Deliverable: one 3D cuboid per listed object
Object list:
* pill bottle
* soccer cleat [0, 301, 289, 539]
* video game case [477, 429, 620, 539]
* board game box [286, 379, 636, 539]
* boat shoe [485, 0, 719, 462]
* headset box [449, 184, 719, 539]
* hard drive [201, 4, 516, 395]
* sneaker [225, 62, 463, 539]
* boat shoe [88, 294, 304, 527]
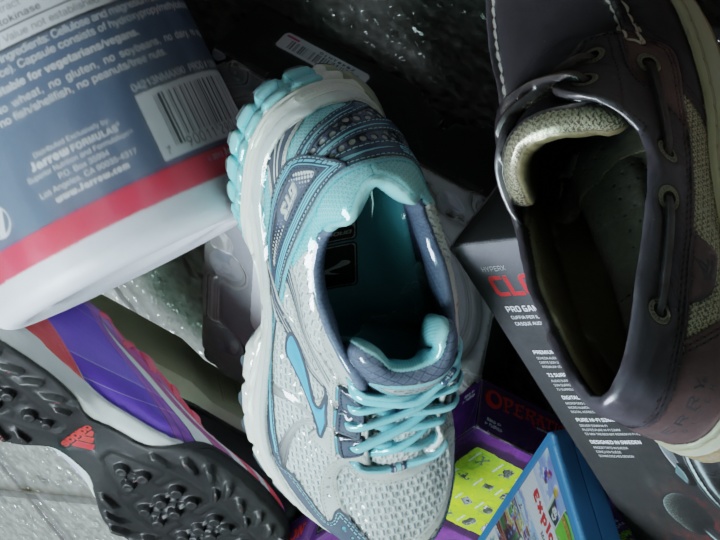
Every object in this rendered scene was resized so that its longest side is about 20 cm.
[{"bbox_3d":[-0.125,-0.091,0.885,0.119,0.119,0.201,-28,88,54],"label":"pill bottle"},{"bbox_3d":[-0.102,0.054,0.970,0.068,0.073,0.200,-32,127,32],"label":"soccer cleat"},{"bbox_3d":[0.065,0.174,0.926,0.200,0.018,0.144,116,147,-51],"label":"video game case"},{"bbox_3d":[0.040,0.121,0.998,0.120,0.032,0.200,31,137,-19],"label":"board game box"},{"bbox_3d":[0.074,-0.036,0.732,0.065,0.201,0.072,17,139,-40],"label":"boat shoe"},{"bbox_3d":[0.137,0.024,0.820,0.148,0.077,0.200,-6,126,48],"label":"headset box"},{"bbox_3d":[0.000,0.000,0.964,0.139,0.038,0.200,30,145,17],"label":"hard drive"},{"bbox_3d":[0.000,0.032,0.844,0.086,0.077,0.201,45,153,54],"label":"sneaker"},{"bbox_3d":[-0.058,0.084,1.052,0.201,0.063,0.074,30,-169,-10],"label":"boat shoe"}]
